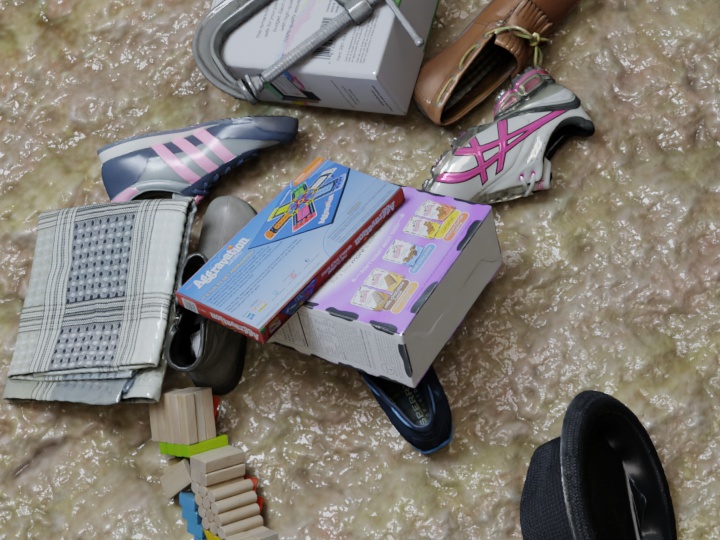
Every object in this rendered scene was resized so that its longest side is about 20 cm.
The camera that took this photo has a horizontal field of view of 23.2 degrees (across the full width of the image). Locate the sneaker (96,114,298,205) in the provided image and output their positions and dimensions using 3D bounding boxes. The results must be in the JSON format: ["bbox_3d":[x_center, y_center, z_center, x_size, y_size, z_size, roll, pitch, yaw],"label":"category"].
[{"bbox_3d":[-0.151,-0.099,1.694,0.198,0.070,0.083,-12,86,7],"label":"sneaker"}]

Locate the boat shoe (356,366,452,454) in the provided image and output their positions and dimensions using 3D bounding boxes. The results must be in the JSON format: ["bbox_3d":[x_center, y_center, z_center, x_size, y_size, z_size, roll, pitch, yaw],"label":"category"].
[{"bbox_3d":[0.028,0.069,1.598,0.084,0.069,0.200,-37,67,-3],"label":"boat shoe"}]

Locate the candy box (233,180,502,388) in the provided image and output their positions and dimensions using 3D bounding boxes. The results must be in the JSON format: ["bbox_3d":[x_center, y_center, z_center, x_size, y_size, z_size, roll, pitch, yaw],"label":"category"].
[{"bbox_3d":[0.000,0.000,1.570,0.199,0.072,0.168,15,50,30],"label":"candy box"}]

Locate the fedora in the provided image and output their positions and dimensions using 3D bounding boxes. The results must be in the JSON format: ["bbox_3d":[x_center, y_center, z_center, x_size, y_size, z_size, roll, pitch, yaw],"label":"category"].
[{"bbox_3d":[0.192,0.208,1.499,0.091,0.200,0.202,-21,66,33],"label":"fedora"}]

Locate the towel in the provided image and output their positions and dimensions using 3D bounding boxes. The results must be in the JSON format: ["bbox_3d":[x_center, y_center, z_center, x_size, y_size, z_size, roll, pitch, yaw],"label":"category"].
[{"bbox_3d":[-0.248,0.029,1.637,0.191,0.034,0.202,-3,70,31],"label":"towel"}]

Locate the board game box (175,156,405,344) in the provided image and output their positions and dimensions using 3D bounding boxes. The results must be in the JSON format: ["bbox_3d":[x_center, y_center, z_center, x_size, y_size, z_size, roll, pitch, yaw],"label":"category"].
[{"bbox_3d":[-0.060,-0.022,1.543,0.102,0.020,0.200,23,54,34],"label":"board game box"}]

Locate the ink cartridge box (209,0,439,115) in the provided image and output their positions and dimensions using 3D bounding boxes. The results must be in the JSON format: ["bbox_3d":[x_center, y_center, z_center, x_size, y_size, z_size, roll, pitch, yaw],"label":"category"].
[{"bbox_3d":[-0.039,-0.239,1.686,0.198,0.084,0.146,8,72,26],"label":"ink cartridge box"}]

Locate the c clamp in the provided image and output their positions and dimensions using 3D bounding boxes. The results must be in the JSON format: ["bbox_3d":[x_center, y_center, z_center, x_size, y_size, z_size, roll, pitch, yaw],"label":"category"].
[{"bbox_3d":[-0.061,-0.223,1.623,0.199,0.027,0.172,-31,60,9],"label":"c clamp"}]

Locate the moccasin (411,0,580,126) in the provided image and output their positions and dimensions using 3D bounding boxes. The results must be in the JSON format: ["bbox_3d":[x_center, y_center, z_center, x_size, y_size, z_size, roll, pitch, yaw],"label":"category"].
[{"bbox_3d":[0.136,-0.214,1.670,0.201,0.074,0.078,-37,45,-6],"label":"moccasin"}]

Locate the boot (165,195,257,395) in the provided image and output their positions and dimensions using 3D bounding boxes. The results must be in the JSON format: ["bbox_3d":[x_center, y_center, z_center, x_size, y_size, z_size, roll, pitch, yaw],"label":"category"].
[{"bbox_3d":[-0.132,0.009,1.610,0.067,0.131,0.202,2,71,9],"label":"boot"}]

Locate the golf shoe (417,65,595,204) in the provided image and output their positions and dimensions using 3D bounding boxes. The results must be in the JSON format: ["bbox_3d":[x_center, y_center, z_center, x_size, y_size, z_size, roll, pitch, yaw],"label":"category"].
[{"bbox_3d":[0.132,-0.099,1.640,0.092,0.073,0.200,42,81,17],"label":"golf shoe"}]

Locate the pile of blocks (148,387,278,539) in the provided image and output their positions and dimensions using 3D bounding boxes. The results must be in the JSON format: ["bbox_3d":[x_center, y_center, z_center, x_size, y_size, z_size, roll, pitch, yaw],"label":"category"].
[{"bbox_3d":[-0.130,0.194,1.593,0.062,0.082,0.201,-11,74,-42],"label":"pile of blocks"}]
